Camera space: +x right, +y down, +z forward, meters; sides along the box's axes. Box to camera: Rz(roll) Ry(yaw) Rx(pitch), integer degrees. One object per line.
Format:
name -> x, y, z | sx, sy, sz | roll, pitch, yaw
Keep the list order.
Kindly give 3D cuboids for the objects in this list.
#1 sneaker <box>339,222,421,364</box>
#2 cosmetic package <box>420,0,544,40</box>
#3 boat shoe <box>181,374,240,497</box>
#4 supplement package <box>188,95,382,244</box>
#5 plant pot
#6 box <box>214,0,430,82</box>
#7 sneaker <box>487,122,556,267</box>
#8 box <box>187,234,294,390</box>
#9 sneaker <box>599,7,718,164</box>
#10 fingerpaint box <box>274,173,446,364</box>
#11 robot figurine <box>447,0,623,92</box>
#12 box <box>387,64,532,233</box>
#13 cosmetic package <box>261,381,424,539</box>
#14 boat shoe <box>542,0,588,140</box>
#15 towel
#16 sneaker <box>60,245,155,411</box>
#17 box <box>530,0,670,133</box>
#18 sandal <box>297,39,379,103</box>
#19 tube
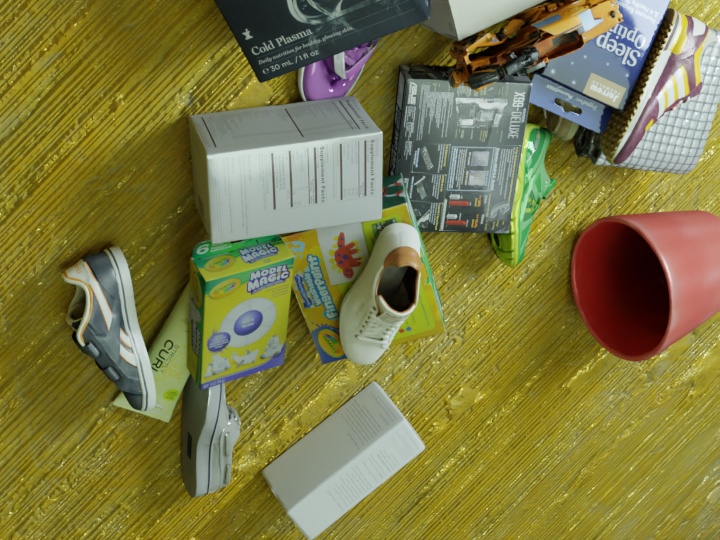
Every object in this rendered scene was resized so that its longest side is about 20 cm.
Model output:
sneaker -> 0.021, 0.047, 1.444 | 0.072, 0.085, 0.202 | 8, 126, -13
cosmetic package -> 0.165, -0.343, 1.414 | 0.198, 0.103, 0.074 | -26, 119, -14
boat shoe -> -0.182, 0.199, 1.552 | 0.065, 0.072, 0.202 | -10, 121, -28
supplement package -> -0.084, -0.115, 1.385 | 0.197, 0.114, 0.111 | -8, 122, -14
plant pot -> 0.420, 0.005, 1.707 | 0.176, 0.200, 0.203 | -16, 124, -30
box -> -0.054, -0.329, 1.248 | 0.198, 0.125, 0.198 | -18, 127, 16
sneaker -> 0.215, -0.094, 1.602 | 0.083, 0.074, 0.202 | -8, 120, -23
box -> -0.139, 0.039, 1.430 | 0.116, 0.048, 0.202 | -16, 134, -26
sneaker -> 0.372, -0.215, 1.521 | 0.089, 0.075, 0.202 | 20, 104, -19
fingerpaint box -> 0.000, 0.000, 1.506 | 0.165, 0.074, 0.201 | -16, 126, 7
robot figurine -> 0.186, -0.262, 1.395 | 0.198, 0.145, 0.059 | -24, 107, -4
box -> 0.116, -0.146, 1.507 | 0.156, 0.050, 0.202 | 0, 118, -10
cosmetic package -> -0.023, 0.253, 1.649 | 0.199, 0.102, 0.074 | -38, 127, -3
boat shoe -> 0.246, -0.262, 1.533 | 0.062, 0.073, 0.203 | -3, 107, -18
towel -> 0.376, -0.233, 1.606 | 0.164, 0.086, 0.202 | 5, 109, -22
sneaker -> -0.292, 0.076, 1.417 | 0.079, 0.078, 0.202 | -19, 111, -23
box -> 0.289, -0.276, 1.485 | 0.120, 0.032, 0.202 | 20, 98, -17
sandal -> -0.007, -0.268, 1.397 | 0.082, 0.050, 0.204 | 20, 107, -33
tube -> -0.220, 0.095, 1.487 | 0.201, 0.058, 0.052 | -58, 167, 17
